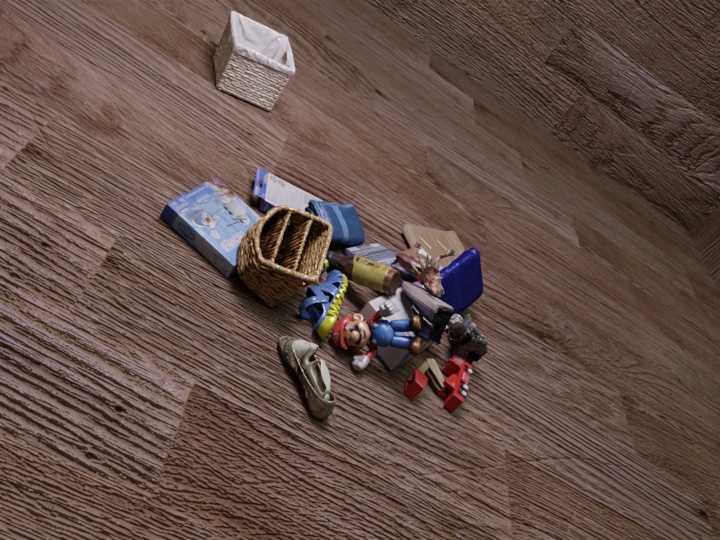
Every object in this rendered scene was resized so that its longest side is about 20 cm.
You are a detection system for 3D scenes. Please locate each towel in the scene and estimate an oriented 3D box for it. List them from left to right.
[{"bbox_3d":[-0.059,-0.120,1.843,0.198,0.048,0.114,3,59,-61],"label":"towel"},{"bbox_3d":[0.247,0.042,1.904,0.049,0.151,0.198,15,35,41],"label":"towel"}]

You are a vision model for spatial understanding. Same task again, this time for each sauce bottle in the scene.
[{"bbox_3d":[0.000,0.000,1.723,0.196,0.068,0.066,20,25,26],"label":"sauce bottle"}]

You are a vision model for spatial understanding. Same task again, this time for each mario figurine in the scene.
[{"bbox_3d":[0.031,0.142,1.564,0.194,0.107,0.126,-1,56,10],"label":"mario figurine"}]

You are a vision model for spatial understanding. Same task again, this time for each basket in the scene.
[{"bbox_3d":[-0.315,-0.604,2.104,0.196,0.162,0.201,18,38,-31],"label":"basket"},{"bbox_3d":[-0.164,-0.053,1.561,0.143,0.147,0.203,46,36,-25],"label":"basket"}]

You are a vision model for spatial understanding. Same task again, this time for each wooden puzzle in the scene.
[{"bbox_3d":[0.223,-0.045,2.095,0.196,0.047,0.188,4,47,-36],"label":"wooden puzzle"}]

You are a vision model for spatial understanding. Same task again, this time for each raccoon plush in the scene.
[{"bbox_3d":[0.254,0.134,1.800,0.094,0.203,0.136,-13,44,-2],"label":"raccoon plush"}]

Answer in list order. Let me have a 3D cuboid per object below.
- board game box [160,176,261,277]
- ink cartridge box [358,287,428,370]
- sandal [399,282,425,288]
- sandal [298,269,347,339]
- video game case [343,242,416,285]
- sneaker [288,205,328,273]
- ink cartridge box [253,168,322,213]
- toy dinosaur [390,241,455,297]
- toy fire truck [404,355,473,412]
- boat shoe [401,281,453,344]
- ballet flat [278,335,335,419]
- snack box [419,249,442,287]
[{"bbox_3d":[-0.310,-0.102,1.617,0.198,0.044,0.200,42,33,1],"label":"board game box"},{"bbox_3d":[0.097,0.129,1.714,0.147,0.086,0.198,49,32,15],"label":"ink cartridge box"},{"bbox_3d":[0.128,0.020,1.909,0.201,0.050,0.083,39,31,1],"label":"sandal"},{"bbox_3d":[-0.084,0.059,1.627,0.086,0.080,0.202,29,32,-8],"label":"sandal"},{"bbox_3d":[0.072,-0.020,1.856,0.198,0.019,0.141,30,25,32],"label":"video game case"},{"bbox_3d":[-0.126,-0.085,1.722,0.071,0.083,0.202,-23,70,-31],"label":"sneaker"},{"bbox_3d":[-0.186,-0.171,1.830,0.197,0.042,0.121,28,35,-23],"label":"ink cartridge box"},{"bbox_3d":[0.136,-0.014,1.729,0.197,0.088,0.134,19,21,35],"label":"toy dinosaur"},{"bbox_3d":[0.185,0.252,1.691,0.140,0.049,0.201,38,32,-3],"label":"toy fire truck"},{"bbox_3d":[0.136,0.095,1.662,0.073,0.095,0.200,16,11,-24],"label":"boat shoe"},{"bbox_3d":[-0.098,0.195,1.447,0.067,0.076,0.202,1,49,-43],"label":"ballet flat"},{"bbox_3d":[0.204,0.023,1.965,0.199,0.024,0.072,43,61,-4],"label":"snack box"}]
